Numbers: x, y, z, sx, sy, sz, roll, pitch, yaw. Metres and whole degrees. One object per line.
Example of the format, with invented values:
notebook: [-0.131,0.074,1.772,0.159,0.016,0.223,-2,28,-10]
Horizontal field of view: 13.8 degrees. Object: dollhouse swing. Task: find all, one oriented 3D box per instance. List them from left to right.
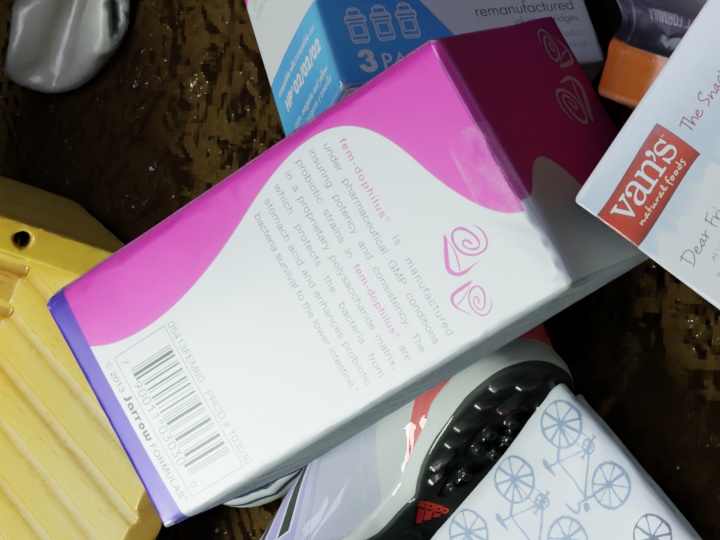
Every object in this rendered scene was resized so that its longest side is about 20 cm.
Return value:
dollhouse swing: [-0.193,0.072,1.318,0.200,0.182,0.176,-66,21,14]

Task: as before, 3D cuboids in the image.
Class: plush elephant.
plush elephant: [-0.196,-0.153,1.386,0.155,0.200,0.165,-35,71,7]

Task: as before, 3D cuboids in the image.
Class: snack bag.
snack bag: [0.075,0.177,1.141,0.200,0.021,0.189,-52,59,23]

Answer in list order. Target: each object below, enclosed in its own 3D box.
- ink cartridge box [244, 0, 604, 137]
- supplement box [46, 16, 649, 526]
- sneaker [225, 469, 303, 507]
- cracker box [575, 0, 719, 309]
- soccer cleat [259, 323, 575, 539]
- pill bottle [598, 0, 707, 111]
ink cartridge box: [0.009,-0.147,1.200,0.068,0.115,0.200,120,137,-56]
supplement box: [0.000,0.000,1.107,0.200,0.103,0.101,-32,83,31]
sneaker: [-0.027,0.021,1.239,0.200,0.079,0.078,-50,54,27]
cracker box: [0.192,-0.022,1.002,0.200,0.058,0.134,37,110,11]
soccer cleat: [0.006,0.085,1.210,0.200,0.068,0.073,-48,43,23]
pill bottle: [0.149,-0.148,1.087,0.106,0.106,0.200,22,98,43]
